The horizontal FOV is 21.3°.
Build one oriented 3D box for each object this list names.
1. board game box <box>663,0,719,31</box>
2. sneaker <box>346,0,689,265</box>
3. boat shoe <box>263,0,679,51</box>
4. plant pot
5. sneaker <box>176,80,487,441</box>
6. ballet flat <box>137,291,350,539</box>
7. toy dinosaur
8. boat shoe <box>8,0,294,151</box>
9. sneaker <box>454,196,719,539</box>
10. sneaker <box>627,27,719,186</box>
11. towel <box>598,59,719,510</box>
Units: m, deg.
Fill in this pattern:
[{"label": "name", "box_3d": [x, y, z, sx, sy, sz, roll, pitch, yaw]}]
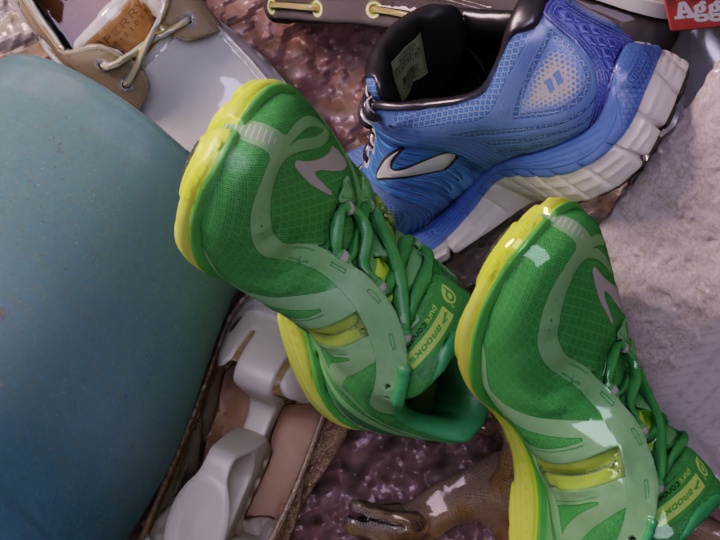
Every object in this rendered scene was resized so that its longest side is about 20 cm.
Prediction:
[{"label": "board game box", "box_3d": [0.185, -0.163, 0.753, 0.103, 0.019, 0.200, -2, 41, 22]}, {"label": "sneaker", "box_3d": [0.034, -0.062, 0.740, 0.089, 0.200, 0.079, 40, 56, -17]}, {"label": "boat shoe", "box_3d": [0.044, -0.111, 0.790, 0.201, 0.072, 0.061, 21, 108, 34]}, {"label": "plant pot", "box_3d": [-0.146, 0.026, 0.759, 0.200, 0.200, 0.188, 34, 71, 11]}, {"label": "sneaker", "box_3d": [0.000, 0.000, 0.697, 0.084, 0.200, 0.074, 17, 68, 32]}, {"label": "ballet flat", "box_3d": [-0.042, 0.066, 0.794, 0.070, 0.065, 0.200, 17, 83, 11]}, {"label": "toy dinosaur", "box_3d": [0.097, 0.089, 0.789, 0.200, 0.058, 0.101, 6, 97, 15]}, {"label": "boat shoe", "box_3d": [-0.098, -0.098, 0.825, 0.200, 0.068, 0.075, 40, 88, 11]}, {"label": "sneaker", "box_3d": [0.091, 0.058, 0.687, 0.084, 0.200, 0.074, 15, 44, 38]}, {"label": "sneaker", "box_3d": [0.156, -0.059, 0.797, 0.100, 0.075, 0.200, 1, 84, -8]}, {"label": "towel", "box_3d": [0.153, -0.002, 0.682, 0.133, 0.034, 0.200, 40, 127, 12]}]
